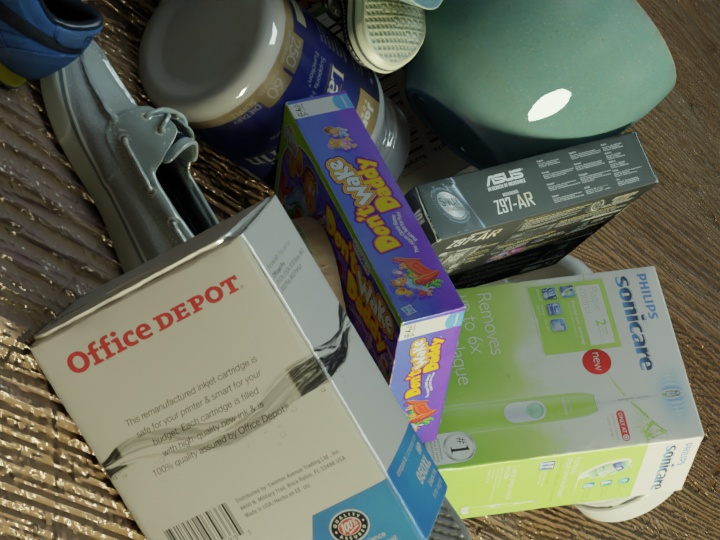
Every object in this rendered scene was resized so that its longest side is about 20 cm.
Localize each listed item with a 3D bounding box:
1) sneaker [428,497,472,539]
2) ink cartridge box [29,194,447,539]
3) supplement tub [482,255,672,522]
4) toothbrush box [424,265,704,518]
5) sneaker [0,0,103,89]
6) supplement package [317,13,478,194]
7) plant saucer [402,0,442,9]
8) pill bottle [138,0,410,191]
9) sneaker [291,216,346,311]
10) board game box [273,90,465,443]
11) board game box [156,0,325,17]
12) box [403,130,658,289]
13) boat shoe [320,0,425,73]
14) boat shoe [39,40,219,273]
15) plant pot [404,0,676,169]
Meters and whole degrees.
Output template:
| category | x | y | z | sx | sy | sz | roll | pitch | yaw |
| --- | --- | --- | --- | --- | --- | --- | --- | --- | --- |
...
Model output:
| category | x | y | z | sx | sy | sz | roll | pitch | yaw |
| --- | --- | --- | --- | --- | --- | --- | --- | --- | --- |
| sneaker | 0.014 | 0.148 | 1.420 | 0.082 | 0.074 | 0.200 | 97 | -25 | -55 |
| ink cartridge box | -0.065 | 0.081 | 1.178 | 0.200 | 0.144 | 0.084 | 60 | 20 | -10 |
| supplement tub | 0.172 | 0.097 | 1.714 | 0.200 | 0.144 | 0.145 | 48 | 26 | -34 |
| toothbrush box | 0.128 | 0.089 | 1.532 | 0.086 | 0.199 | 0.146 | 99 | -17 | -56 |
| sneaker | -0.227 | -0.188 | 1.214 | 0.200 | 0.078 | 0.066 | 45 | 29 | -36 |
| supplement package | 0.070 | -0.145 | 1.760 | 0.191 | 0.147 | 0.201 | 15 | 50 | -63 |
| plant saucer | -0.005 | -0.262 | 1.434 | 0.201 | 0.039 | 0.201 | 51 | 26 | -38 |
| pill bottle | -0.054 | -0.120 | 1.483 | 0.200 | 0.115 | 0.116 | 34 | 35 | -51 |
| sneaker | -0.045 | 0.064 | 1.356 | 0.080 | 0.071 | 0.201 | -8 | 72 | -28 |
| board game box | 0.000 | 0.000 | 1.396 | 0.135 | 0.045 | 0.200 | 100 | -29 | -47 |
| board game box | -0.068 | -0.213 | 1.589 | 0.200 | 0.095 | 0.030 | 0 | 66 | -66 |
| box | 0.094 | -0.030 | 1.543 | 0.199 | 0.160 | 0.044 | -15 | 75 | -30 |
| boat shoe | 0.003 | -0.195 | 1.513 | 0.075 | 0.062 | 0.200 | 47 | 23 | -29 |
| boat shoe | -0.128 | -0.064 | 1.303 | 0.201 | 0.071 | 0.070 | 64 | 21 | 3 |
| plant pot | 0.110 | -0.150 | 1.550 | 0.200 | 0.135 | 0.200 | 41 | -9 | 8 |
